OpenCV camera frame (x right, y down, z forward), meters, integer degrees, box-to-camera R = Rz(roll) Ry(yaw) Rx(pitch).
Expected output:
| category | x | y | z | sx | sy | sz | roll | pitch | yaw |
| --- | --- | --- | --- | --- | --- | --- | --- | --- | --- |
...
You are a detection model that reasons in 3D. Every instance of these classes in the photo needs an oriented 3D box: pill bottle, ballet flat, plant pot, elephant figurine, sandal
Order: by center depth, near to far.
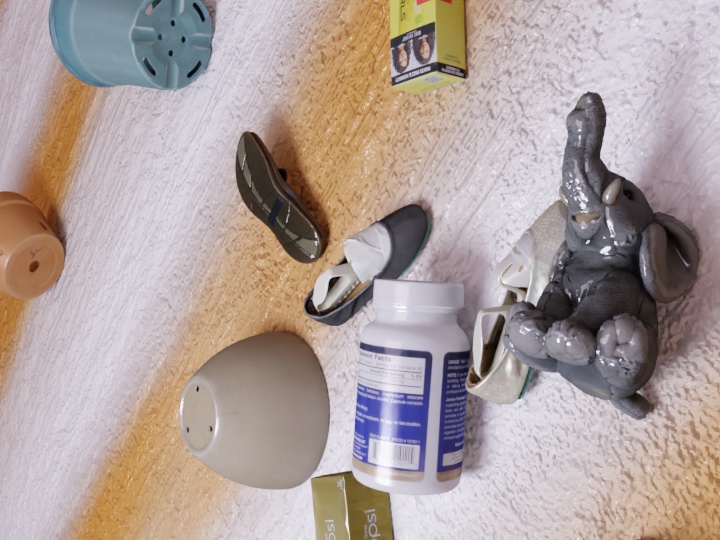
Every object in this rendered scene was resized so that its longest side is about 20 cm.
| category | x | y | z | sx | sy | sz | roll | pitch | yaw |
| --- | --- | --- | --- | --- | --- | --- | --- | --- | --- |
| elephant figurine | 0.206 | -0.009 | 0.686 | 0.139 | 0.156 | 0.204 | 19 | 74 | 13 |
| ballet flat | 0.145 | 0.030 | 0.779 | 0.068 | 0.061 | 0.205 | -122 | 44 | -74 |
| pill bottle | 0.053 | 0.112 | 0.850 | 0.114 | 0.114 | 0.206 | 5 | 91 | 48 |
| ballet flat | 0.000 | 0.000 | 0.952 | 0.200 | 0.067 | 0.069 | -49 | 53 | 34 |
| plant pot | -0.151 | 0.179 | 1.063 | 0.198 | 0.132 | 0.206 | -5 | 83 | 47 |
| sandal | -0.100 | -0.096 | 1.089 | 0.201 | 0.054 | 0.082 | 49 | 129 | 21 |
| plant pot | -0.340 | -0.368 | 1.284 | 0.194 | 0.198 | 0.205 | 22 | 104 | 39 |
| plant pot | -0.679 | -0.034 | 1.648 | 0.138 | 0.198 | 0.204 | 28 | 109 | 28 |

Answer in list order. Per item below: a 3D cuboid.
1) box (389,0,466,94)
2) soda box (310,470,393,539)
| category | x | y | z | sx | sy | sz | roll | pitch | yaw |
| --- | --- | --- | --- | --- | --- | --- | --- | --- | --- |
| box | 0.071 | -0.300 | 0.905 | 0.074 | 0.049 | 0.206 | -4 | 84 | 49 |
| soda box | -0.004 | 0.328 | 0.935 | 0.063 | 0.067 | 0.205 | -19 | 73 | 46 |
